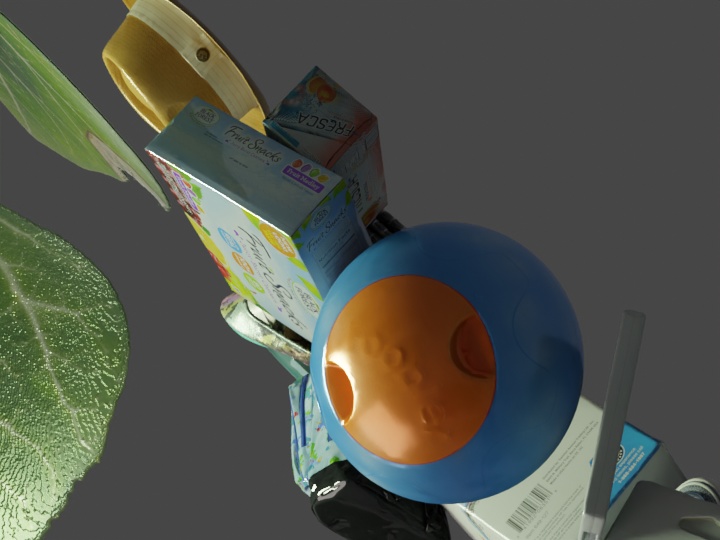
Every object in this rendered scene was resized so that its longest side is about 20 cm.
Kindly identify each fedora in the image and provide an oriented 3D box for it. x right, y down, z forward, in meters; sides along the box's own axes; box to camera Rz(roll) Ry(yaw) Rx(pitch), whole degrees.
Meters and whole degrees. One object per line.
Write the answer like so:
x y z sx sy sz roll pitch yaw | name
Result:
-0.169 -0.174 1.357 0.200 0.082 0.201 42 170 9 | fedora

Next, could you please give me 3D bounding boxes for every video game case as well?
0.178 0.126 1.083 0.017 0.145 0.200 11 162 10 | video game case

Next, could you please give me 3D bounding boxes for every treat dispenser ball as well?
0.062 0.067 1.094 0.201 0.201 0.201 41 170 9 | treat dispenser ball

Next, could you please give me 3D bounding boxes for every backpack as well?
0.003 0.162 1.449 0.153 0.202 0.163 -21 139 34 | backpack

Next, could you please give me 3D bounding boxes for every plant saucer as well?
-0.095 0.160 2.551 0.200 0.036 0.200 42 169 10 | plant saucer

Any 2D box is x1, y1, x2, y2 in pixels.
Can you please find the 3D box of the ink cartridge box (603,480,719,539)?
0.269 0.253 1.084 0.146 0.083 0.201 16 151 43 | ink cartridge box

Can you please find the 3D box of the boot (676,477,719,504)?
0.223 0.255 1.201 0.090 0.202 0.073 7 -157 -48 | boot

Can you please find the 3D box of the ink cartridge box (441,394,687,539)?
0.180 0.203 1.340 0.199 0.147 0.145 31 165 50 | ink cartridge box

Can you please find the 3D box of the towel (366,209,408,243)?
0.000 0.000 1.384 0.199 0.086 0.166 40 166 14 | towel

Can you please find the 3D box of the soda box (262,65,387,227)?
-0.025 -0.084 1.220 0.068 0.064 0.200 40 169 14 | soda box

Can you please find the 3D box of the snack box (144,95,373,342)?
-0.062 -0.025 1.194 0.168 0.068 0.201 31 161 33 | snack box

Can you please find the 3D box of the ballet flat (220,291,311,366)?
-0.051 0.049 1.384 0.199 0.069 0.072 30 144 31 | ballet flat
